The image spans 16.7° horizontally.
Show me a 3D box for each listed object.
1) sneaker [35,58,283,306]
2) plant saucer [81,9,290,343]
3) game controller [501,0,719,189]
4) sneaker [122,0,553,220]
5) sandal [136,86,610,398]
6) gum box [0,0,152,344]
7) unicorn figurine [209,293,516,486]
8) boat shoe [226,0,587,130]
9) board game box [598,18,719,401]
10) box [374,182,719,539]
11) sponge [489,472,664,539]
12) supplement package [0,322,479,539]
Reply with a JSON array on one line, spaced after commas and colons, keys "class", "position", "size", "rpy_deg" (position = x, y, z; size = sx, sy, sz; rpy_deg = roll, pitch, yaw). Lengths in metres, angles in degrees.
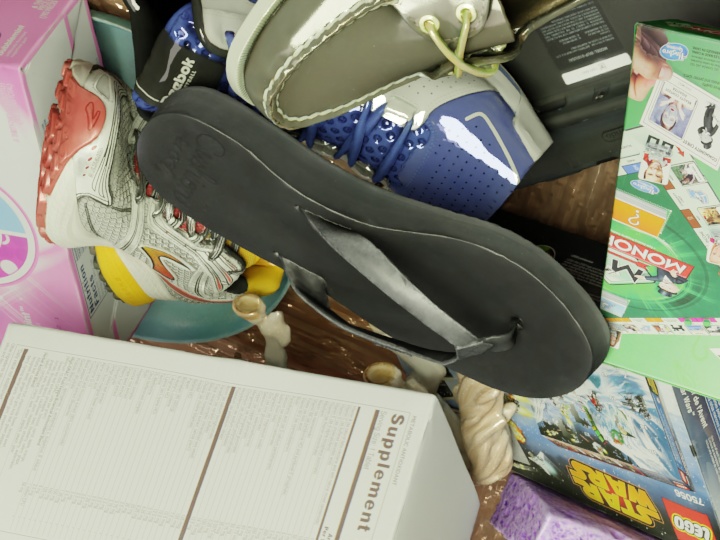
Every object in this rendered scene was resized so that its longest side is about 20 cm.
[{"class": "sneaker", "position": [-0.083, -0.036, 1.062], "size": [0.082, 0.078, 0.200], "rpy_deg": [5, 167, 15]}, {"class": "plant saucer", "position": [-0.116, -0.049, 1.173], "size": [0.200, 0.027, 0.200], "rpy_deg": [15, 135, 16]}, {"class": "game controller", "position": [0.096, -0.095, 1.009], "size": [0.200, 0.042, 0.104], "rpy_deg": [-16, 105, 39]}, {"class": "sneaker", "position": [-0.031, -0.077, 1.002], "size": [0.199, 0.115, 0.081], "rpy_deg": [43, 133, 8]}, {"class": "sandal", "position": [-0.001, 0.000, 0.951], "size": [0.200, 0.043, 0.076], "rpy_deg": [26, 141, 7]}, {"class": "gum box", "position": [-0.172, -0.041, 1.143], "size": [0.113, 0.066, 0.200], "rpy_deg": [10, 134, 21]}, {"class": "unicorn figurine", "position": [-0.019, 0.063, 1.131], "size": [0.200, 0.074, 0.137], "rpy_deg": [23, 154, 30]}, {"class": "boat shoe", "position": [0.044, -0.110, 0.916], "size": [0.202, 0.060, 0.072], "rpy_deg": [-32, 149, 2]}, {"class": "board game box", "position": [0.179, -0.007, 0.882], "size": [0.200, 0.029, 0.135], "rpy_deg": [18, 109, 37]}, {"class": "box", "position": [0.086, 0.041, 1.079], "size": [0.200, 0.040, 0.137], "rpy_deg": [22, 143, 47]}, {"class": "sponge", "position": [0.163, 0.143, 1.119], "size": [0.200, 0.030, 0.112], "rpy_deg": [20, -179, -7]}, {"class": "supplement package", "position": [-0.064, 0.109, 1.058], "size": [0.200, 0.114, 0.110], "rpy_deg": [9, 153, 19]}]
